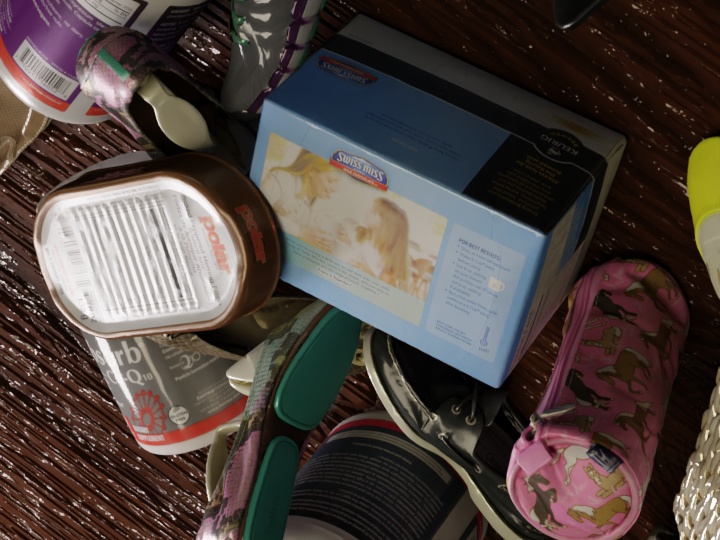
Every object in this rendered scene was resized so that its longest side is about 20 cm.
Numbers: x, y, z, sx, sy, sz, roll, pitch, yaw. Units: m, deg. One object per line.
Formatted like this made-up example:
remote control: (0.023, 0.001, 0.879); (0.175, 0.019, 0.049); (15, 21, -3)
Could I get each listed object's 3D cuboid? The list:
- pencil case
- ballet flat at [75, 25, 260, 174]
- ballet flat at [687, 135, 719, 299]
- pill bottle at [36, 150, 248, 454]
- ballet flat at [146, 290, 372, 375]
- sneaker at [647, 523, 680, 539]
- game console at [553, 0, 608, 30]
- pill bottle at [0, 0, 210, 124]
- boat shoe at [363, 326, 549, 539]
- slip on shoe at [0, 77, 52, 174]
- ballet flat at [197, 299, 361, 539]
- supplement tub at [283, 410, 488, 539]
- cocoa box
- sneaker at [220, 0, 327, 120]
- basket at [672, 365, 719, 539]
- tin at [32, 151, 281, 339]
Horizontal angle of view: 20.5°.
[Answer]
pencil case: (0.151, 0.076, 1.234); (0.082, 0.200, 0.087); (12, 128, 13)
ballet flat: (-0.111, -0.093, 1.301); (0.071, 0.069, 0.200); (47, -175, 33)
ballet flat: (0.248, 0.015, 1.215); (0.067, 0.067, 0.201); (-11, 114, 38)
pill bottle: (-0.150, 0.022, 1.444); (0.115, 0.116, 0.201); (-9, 115, 36)
ballet flat: (-0.064, 0.039, 1.383); (0.199, 0.046, 0.068); (11, 102, -17)
sneaker: (0.210, 0.223, 1.298); (0.077, 0.200, 0.089); (24, 89, 10)
game console: (0.131, -0.264, 1.062); (0.176, 0.116, 0.200); (46, 133, -4)
pill bottle: (-0.158, -0.191, 1.302); (0.112, 0.112, 0.200); (45, 133, -2)
boat shoe: (0.083, 0.107, 1.382); (0.066, 0.075, 0.200); (-28, 103, 39)
slip on shoe: (-0.275, -0.110, 1.448); (0.076, 0.061, 0.200); (44, 143, -6)
ballet flat: (-0.064, 0.104, 1.336); (0.071, 0.201, 0.069); (10, 164, 36)
supplement tub: (-0.006, 0.206, 1.421); (0.140, 0.200, 0.141); (17, 128, 23)
cocoa box: (0.042, -0.046, 1.261); (0.199, 0.131, 0.134); (26, 131, 15)
sneaker: (-0.062, -0.188, 1.243); (0.087, 0.075, 0.200); (15, 122, -23)
basket: (0.299, 0.136, 1.150); (0.199, 0.161, 0.199); (1, 130, -12)
tin: (-0.136, -0.012, 1.291); (0.199, 0.042, 0.112); (-8, 109, 42)
